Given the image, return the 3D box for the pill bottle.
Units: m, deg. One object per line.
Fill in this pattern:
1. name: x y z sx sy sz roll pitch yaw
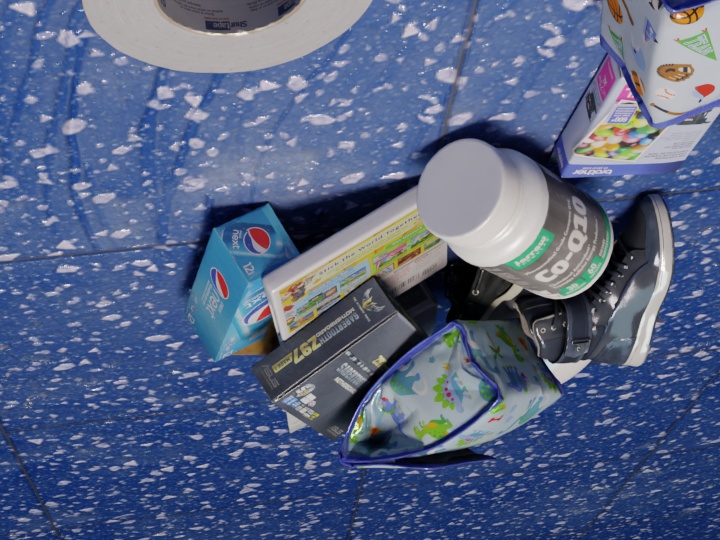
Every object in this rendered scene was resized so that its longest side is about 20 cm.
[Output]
1. pill bottle: 0.146 -0.048 1.321 0.113 0.113 0.200 -24 152 30

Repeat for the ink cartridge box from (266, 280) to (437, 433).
1. ink cartridge box: -0.009 0.099 1.601 0.200 0.044 0.174 -27 160 -11

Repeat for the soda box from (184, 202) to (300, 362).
1. soda box: -0.120 0.016 1.403 0.064 0.068 0.200 -27 164 -25

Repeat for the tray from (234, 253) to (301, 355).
1. tray: -0.070 0.041 1.538 0.099 0.037 0.200 2 154 -23

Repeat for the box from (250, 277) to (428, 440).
1. box: -0.008 0.098 1.474 0.158 0.051 0.200 -37 156 3

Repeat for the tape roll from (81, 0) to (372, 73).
1. tape roll: -0.089 -0.212 0.934 0.200 0.066 0.200 -8 157 -3

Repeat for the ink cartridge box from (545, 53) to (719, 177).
1. ink cartridge box: 0.252 -0.133 1.265 0.119 0.042 0.200 -3 157 -13

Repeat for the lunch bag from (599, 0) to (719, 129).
1. lunch bag: 0.287 -0.210 1.015 0.200 0.124 0.170 -22 157 -4

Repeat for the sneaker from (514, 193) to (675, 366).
1. sneaker: 0.242 0.013 1.466 0.146 0.077 0.203 2 118 -11

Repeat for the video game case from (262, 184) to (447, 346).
1. video game case: 0.000 0.000 1.394 0.200 0.023 0.182 -31 158 -11

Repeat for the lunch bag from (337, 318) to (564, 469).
1. lunch bag: 0.090 0.147 1.492 0.200 0.128 0.170 -36 160 24

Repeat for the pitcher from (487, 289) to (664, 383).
1. pitcher: 0.216 0.045 1.577 0.200 0.121 0.172 -29 130 17

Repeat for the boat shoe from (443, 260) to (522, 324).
1. boat shoe: 0.123 0.013 1.514 0.066 0.075 0.199 26 158 -8
